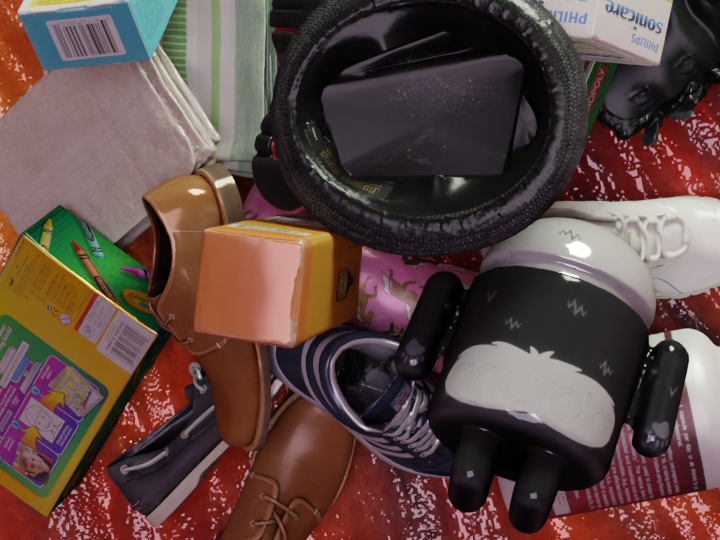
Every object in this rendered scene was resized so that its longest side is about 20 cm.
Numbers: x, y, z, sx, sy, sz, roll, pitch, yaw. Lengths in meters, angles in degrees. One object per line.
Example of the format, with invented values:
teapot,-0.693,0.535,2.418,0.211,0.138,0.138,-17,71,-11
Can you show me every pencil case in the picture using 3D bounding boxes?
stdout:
pencil case,0.000,0.000,1.287,0.200,0.087,0.083,26,77,5

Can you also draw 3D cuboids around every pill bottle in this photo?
pill bottle,0.192,0.104,1.258,0.199,0.113,0.113,-12,93,9

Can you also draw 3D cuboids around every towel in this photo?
towel,-0.190,-0.084,1.288,0.200,0.034,0.133,-35,84,34
towel,-0.146,-0.146,1.285,0.199,0.023,0.153,5,100,31

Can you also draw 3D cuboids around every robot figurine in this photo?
robot figurine,0.116,0.064,1.165,0.150,0.125,0.200,33,65,-28

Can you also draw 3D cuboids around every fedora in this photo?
fedora,0.047,-0.098,1.149,0.200,0.092,0.201,0,88,12

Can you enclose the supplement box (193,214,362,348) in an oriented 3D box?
supplement box,-0.046,0.003,1.148,0.069,0.200,0.067,7,95,12

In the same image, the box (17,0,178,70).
box,-0.159,-0.218,1.234,0.082,0.200,0.049,-3,132,19

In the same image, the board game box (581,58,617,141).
board game box,0.132,-0.195,1.244,0.134,0.029,0.201,28,100,40

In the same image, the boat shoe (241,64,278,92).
boat shoe,-0.033,-0.179,1.282,0.069,0.074,0.201,16,96,12

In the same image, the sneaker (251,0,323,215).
sneaker,-0.017,-0.134,1.242,0.074,0.087,0.201,16,93,33

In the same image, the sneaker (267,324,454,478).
sneaker,0.032,0.096,1.247,0.200,0.108,0.070,32,80,-25

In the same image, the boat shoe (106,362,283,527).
boat shoe,-0.109,0.098,1.319,0.063,0.073,0.200,41,103,-1

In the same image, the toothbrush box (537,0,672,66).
toothbrush box,0.134,-0.243,1.176,0.145,0.086,0.201,13,92,42

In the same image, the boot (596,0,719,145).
boot,0.202,-0.200,1.255,0.162,0.073,0.199,-32,85,17

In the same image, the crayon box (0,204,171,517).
crayon box,-0.222,0.068,1.303,0.119,0.058,0.200,36,121,3

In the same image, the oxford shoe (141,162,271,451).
oxford shoe,-0.109,0.032,1.234,0.071,0.071,0.201,-17,102,-26

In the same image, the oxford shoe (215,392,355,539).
oxford shoe,-0.057,0.173,1.308,0.071,0.071,0.200,26,98,-5

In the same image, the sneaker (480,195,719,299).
sneaker,0.182,-0.017,1.261,0.199,0.087,0.075,-3,88,6
